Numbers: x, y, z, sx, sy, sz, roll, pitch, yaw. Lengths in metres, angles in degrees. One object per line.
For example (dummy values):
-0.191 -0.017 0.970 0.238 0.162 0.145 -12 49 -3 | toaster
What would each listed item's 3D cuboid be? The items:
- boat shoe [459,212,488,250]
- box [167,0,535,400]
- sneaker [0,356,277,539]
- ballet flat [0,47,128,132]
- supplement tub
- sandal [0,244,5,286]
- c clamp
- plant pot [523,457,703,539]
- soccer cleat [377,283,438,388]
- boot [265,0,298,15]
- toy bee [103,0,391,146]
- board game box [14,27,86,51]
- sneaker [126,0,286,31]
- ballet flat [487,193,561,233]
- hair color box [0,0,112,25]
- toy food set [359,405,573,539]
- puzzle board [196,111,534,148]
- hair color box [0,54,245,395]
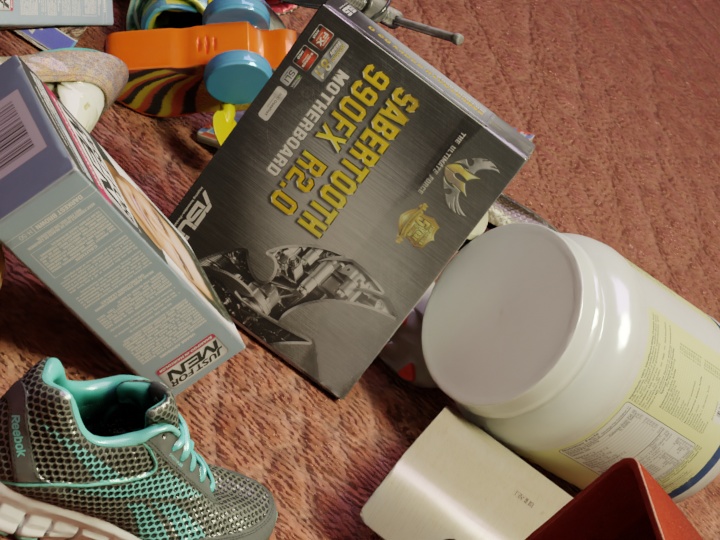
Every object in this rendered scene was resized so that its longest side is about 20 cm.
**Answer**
0.028 -0.064 1.710 0.074 0.063 0.201 32 17 -33 | boat shoe
-0.014 -0.045 1.602 0.158 0.200 0.048 38 17 0 | box
-0.110 0.098 1.305 0.200 0.091 0.078 17 30 -42 | sneaker
-0.212 -0.098 1.602 0.200 0.068 0.067 -5 49 -46 | ballet flat
0.146 0.062 1.666 0.200 0.145 0.145 31 19 -46 | supplement tub
-0.221 0.004 1.371 0.054 0.080 0.200 55 14 -12 | sandal
-0.047 -0.212 1.841 0.200 0.027 0.171 20 -3 -44 | c clamp
0.134 0.252 1.251 0.176 0.200 0.200 40 18 -24 | plant pot
0.000 0.000 1.726 0.200 0.069 0.078 50 18 13 | soccer cleat
-0.137 -0.282 2.067 0.203 0.074 0.154 16 24 -50 | boot
-0.072 -0.131 1.787 0.200 0.131 0.109 8 -30 21 | toy bee
-0.187 -0.274 1.805 0.097 0.200 0.160 32 22 -14 | board game box
-0.149 -0.214 1.912 0.200 0.080 0.131 43 20 17 | sneaker
0.101 -0.038 1.996 0.200 0.046 0.067 38 -11 -13 | ballet flat
-0.238 -0.181 1.623 0.099 0.061 0.200 -1 4 16 | hair color box
0.080 0.159 1.541 0.143 0.060 0.200 37 13 4 | toy food set
0.005 -0.098 1.840 0.200 0.017 0.151 18 30 20 | puzzle board
-0.148 -0.020 1.426 0.099 0.061 0.200 59 5 39 | hair color box
